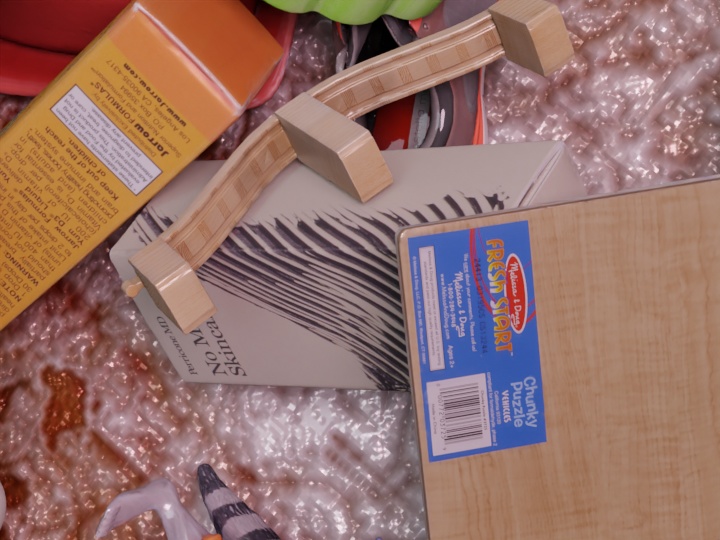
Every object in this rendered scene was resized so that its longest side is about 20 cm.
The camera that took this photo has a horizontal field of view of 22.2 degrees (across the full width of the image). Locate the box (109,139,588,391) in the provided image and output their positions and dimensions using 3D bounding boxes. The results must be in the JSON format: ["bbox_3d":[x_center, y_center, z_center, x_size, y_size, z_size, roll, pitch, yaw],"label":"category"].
[{"bbox_3d":[0.000,0.000,0.751,0.199,0.082,0.068,-2,39,38],"label":"box"}]

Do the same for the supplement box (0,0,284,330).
[{"bbox_3d":[-0.126,-0.049,0.813,0.069,0.067,0.200,43,122,-11],"label":"supplement box"}]

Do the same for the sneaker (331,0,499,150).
[{"bbox_3d":[0.023,-0.120,0.803,0.077,0.082,0.201,-6,77,20],"label":"sneaker"}]

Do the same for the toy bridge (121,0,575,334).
[{"bbox_3d":[-0.012,-0.049,0.727,0.200,0.027,0.067,-35,32,-11],"label":"toy bridge"}]

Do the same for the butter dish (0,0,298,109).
[{"bbox_3d":[-0.129,-0.188,0.842,0.199,0.148,0.201,8,81,23],"label":"butter dish"}]

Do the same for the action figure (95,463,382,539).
[{"bbox_3d":[-0.011,0.141,0.742,0.193,0.201,0.105,26,45,17],"label":"action figure"}]

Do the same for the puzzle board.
[{"bbox_3d":[0.093,0.071,0.673,0.150,0.017,0.201,-9,101,-14],"label":"puzzle board"}]

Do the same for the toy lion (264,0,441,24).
[{"bbox_3d":[0.002,-0.199,0.778,0.199,0.069,0.192,-20,77,-29],"label":"toy lion"}]

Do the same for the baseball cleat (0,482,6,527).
[{"bbox_3d":[-0.257,0.149,0.845,0.200,0.106,0.070,-42,73,11],"label":"baseball cleat"}]
